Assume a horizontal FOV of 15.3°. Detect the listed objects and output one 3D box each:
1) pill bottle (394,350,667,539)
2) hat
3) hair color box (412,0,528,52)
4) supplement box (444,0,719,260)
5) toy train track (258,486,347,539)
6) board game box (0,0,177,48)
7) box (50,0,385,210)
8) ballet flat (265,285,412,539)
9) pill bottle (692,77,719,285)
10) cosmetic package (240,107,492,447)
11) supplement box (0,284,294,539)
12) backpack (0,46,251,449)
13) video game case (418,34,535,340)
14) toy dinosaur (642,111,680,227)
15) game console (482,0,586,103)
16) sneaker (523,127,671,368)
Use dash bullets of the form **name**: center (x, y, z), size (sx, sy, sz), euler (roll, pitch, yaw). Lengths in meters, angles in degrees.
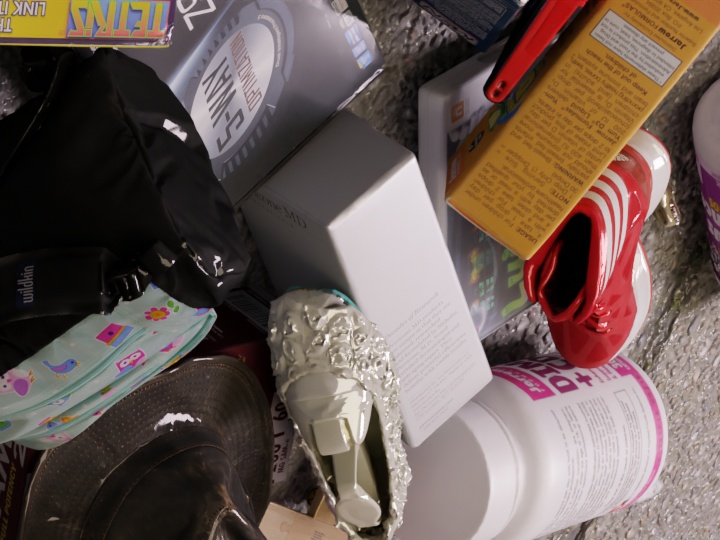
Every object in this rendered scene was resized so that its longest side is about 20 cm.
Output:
- **pill bottle**: center (0.101, 0.116, 1.710), size (0.200, 0.113, 0.114), euler (-11, 124, -52)
- **hat**: center (-0.099, 0.150, 1.474), size (0.200, 0.081, 0.201), euler (-27, 136, -29)
- **hair color box**: center (0.082, -0.186, 1.456), size (0.100, 0.060, 0.200), euler (-54, -178, -3)
- **supplement box**: center (0.130, -0.105, 1.530), size (0.069, 0.067, 0.200), euler (33, 110, -10)
- **toy train track**: center (-0.020, 0.124, 1.676), size (0.115, 0.032, 0.200), euler (27, 87, -51)
- **board game box**: center (-0.173, -0.190, 1.244), size (0.200, 0.057, 0.166), euler (-2, 109, -37)
- **box**: center (-0.083, -0.131, 1.423), size (0.160, 0.044, 0.200), euler (-43, 139, -16)
- **ballet flat**: center (-0.006, 0.092, 1.529), size (0.072, 0.072, 0.200), euler (-41, 141, -18)
- **pill bottle**: center (0.291, -0.037, 1.826), size (0.112, 0.112, 0.200), euler (-38, 137, -22)
- **cosmetic package**: center (0.000, 0.000, 1.555), size (0.071, 0.101, 0.200), euler (-40, 138, -18)
- **supplement box**: center (-0.125, 0.082, 1.512), size (0.200, 0.061, 0.109), euler (-13, 125, -40)
- **backpack**: center (-0.158, 0.005, 1.339), size (0.200, 0.167, 0.127), euler (-38, 140, 19)
- **video game case**: center (0.103, -0.061, 1.671), size (0.182, 0.023, 0.200), euler (-31, 135, -36)
- **toy dinosaur**: center (0.162, -0.092, 1.667), size (0.088, 0.047, 0.200), euler (-54, 146, -37)
- **game console**: center (0.133, -0.191, 1.510), size (0.177, 0.031, 0.200), euler (-51, -177, 23)
- **sneaker**: center (0.126, 0.009, 1.631), size (0.116, 0.078, 0.200), euler (-50, 154, -38)
